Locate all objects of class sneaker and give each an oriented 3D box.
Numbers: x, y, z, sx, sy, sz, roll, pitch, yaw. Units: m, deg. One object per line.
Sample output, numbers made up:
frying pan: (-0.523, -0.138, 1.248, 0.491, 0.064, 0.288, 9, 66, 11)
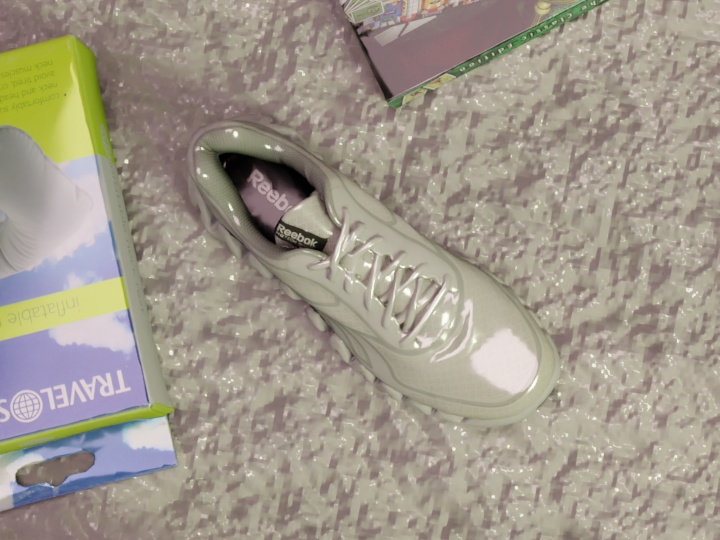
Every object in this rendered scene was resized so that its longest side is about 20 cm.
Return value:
sneaker: (0.000, 0.000, 1.111, 0.200, 0.081, 0.075, 35, 87, 9)

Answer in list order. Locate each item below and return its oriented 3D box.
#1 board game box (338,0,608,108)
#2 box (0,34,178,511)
board game box: (0.081, -0.165, 1.149, 0.199, 0.023, 0.105, -26, 78, 5)
box: (-0.163, 0.005, 1.149, 0.121, 0.048, 0.201, -14, 80, 6)
